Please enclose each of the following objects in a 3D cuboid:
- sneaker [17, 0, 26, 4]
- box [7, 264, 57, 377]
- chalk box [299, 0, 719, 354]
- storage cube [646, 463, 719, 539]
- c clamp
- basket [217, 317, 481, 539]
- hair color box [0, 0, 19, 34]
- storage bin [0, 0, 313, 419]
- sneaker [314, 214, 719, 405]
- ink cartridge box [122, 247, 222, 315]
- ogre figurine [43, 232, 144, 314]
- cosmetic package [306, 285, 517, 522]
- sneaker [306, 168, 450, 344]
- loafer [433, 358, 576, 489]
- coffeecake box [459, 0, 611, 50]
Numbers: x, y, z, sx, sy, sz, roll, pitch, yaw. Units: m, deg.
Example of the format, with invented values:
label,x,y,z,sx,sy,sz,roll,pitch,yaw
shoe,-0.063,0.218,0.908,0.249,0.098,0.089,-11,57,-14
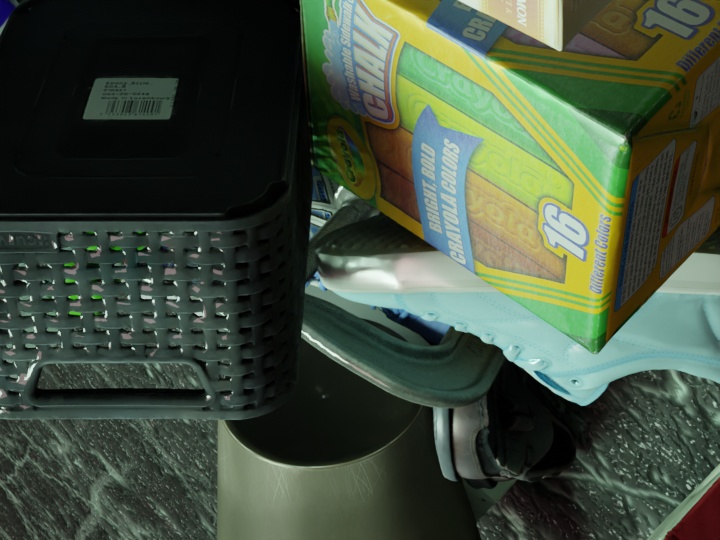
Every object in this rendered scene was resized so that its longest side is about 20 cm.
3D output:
label,x,y,z,sx,sy,sz,roll,pitch,yaw
sneaker,-0.211,-0.128,1.057,0.090,0.078,0.201,36,150,33
box,-0.267,-0.015,0.935,0.201,0.097,0.124,60,151,4
chalk box,0.055,-0.090,0.653,0.199,0.124,0.125,33,150,27
storage cube,0.193,0.214,0.810,0.180,0.171,0.200,42,154,13
c clamp,0.000,0.000,0.796,0.170,0.200,0.027,30,118,12
basket,-0.009,0.136,0.922,0.136,0.179,0.201,-123,20,-46
hair color box,-0.246,-0.158,0.850,0.200,0.065,0.109,39,175,19
storage bin,-0.090,-0.036,0.691,0.134,0.201,0.095,0,122,1
sneaker,0.078,0.021,0.710,0.198,0.074,0.083,3,105,6
ink cartridge box,-0.155,-0.012,1.048,0.118,0.042,0.200,19,175,16
ogre figurine,-0.128,-0.078,0.912,0.120,0.097,0.202,-146,61,-62
cosmetic package,0.014,0.071,1.017,0.200,0.051,0.083,43,153,9
sneaker,-0.006,-0.011,0.905,0.200,0.077,0.076,39,151,10
loafer,0.078,0.078,0.865,0.062,0.073,0.200,0,167,10
coffeecake box,0.031,-0.179,0.534,0.199,0.153,0.073,32,150,28
